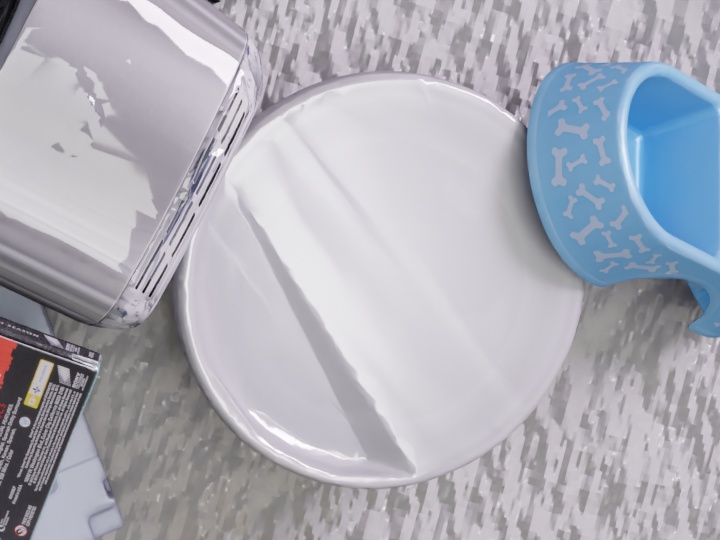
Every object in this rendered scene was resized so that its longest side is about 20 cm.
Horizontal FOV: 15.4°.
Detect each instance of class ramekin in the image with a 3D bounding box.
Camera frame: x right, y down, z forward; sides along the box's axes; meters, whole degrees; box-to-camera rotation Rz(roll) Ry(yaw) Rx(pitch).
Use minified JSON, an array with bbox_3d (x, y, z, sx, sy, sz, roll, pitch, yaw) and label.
[{"bbox_3d":[0.000,0.000,1.301,0.201,0.094,0.203,-2,98,-16],"label":"ramekin"}]

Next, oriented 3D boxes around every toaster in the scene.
[{"bbox_3d":[-0.134,-0.059,1.216,0.129,0.114,0.201,29,82,-16],"label":"toaster"}]

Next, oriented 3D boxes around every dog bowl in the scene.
[{"bbox_3d":[0.160,-0.038,1.312,0.200,0.049,0.112,24,62,-46],"label":"dog bowl"}]

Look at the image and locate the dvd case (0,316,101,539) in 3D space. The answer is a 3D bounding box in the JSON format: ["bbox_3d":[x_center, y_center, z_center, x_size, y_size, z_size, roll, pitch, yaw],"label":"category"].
[{"bbox_3d":[-0.233,0.067,1.206,0.199,0.022,0.146,20,111,-8],"label":"dvd case"}]

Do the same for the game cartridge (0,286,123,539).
[{"bbox_3d":[-0.208,0.056,1.282,0.133,0.040,0.201,-22,103,-15],"label":"game cartridge"}]
